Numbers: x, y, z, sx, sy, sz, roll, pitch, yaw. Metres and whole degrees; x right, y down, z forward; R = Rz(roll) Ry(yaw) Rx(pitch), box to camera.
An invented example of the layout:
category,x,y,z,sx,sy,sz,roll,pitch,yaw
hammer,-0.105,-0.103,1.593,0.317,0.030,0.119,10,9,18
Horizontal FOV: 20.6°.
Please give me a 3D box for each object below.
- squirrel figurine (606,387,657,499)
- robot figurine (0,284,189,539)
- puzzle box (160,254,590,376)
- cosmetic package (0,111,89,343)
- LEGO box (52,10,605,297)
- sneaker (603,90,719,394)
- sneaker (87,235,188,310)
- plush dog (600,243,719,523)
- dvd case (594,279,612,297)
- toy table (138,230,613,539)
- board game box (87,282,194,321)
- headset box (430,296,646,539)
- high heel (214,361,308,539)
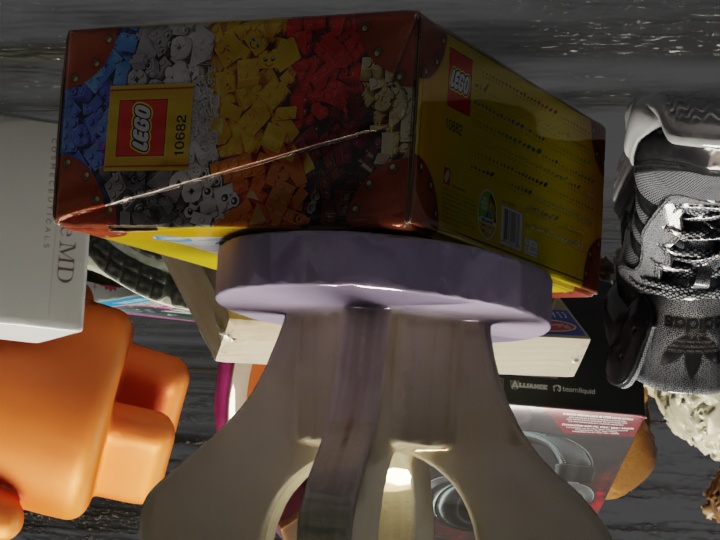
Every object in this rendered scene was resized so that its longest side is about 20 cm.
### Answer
category,x,y,z,sx,sy,sz,roll,pitch,yaw
squirrel figurine,0.094,0.084,1.278,0.186,0.142,0.200,33,-175,42
robot figurine,-0.193,0.062,1.034,0.199,0.145,0.117,15,175,-4
puzzle box,0.000,0.000,0.968,0.199,0.026,0.133,4,-146,-30
cosmetic package,-0.229,-0.027,0.913,0.199,0.102,0.071,6,172,-26
LEGO box,-0.004,-0.039,0.790,0.148,0.078,0.200,1,172,26
sneaker,0.143,-0.007,0.823,0.075,0.115,0.200,3,173,3
sneaker,-0.129,-0.021,1.043,0.199,0.077,0.089,11,174,3
plush dog,0.217,0.046,1.190,0.199,0.162,0.172,7,-161,-14
dvd case,0.035,0.051,1.132,0.149,0.025,0.200,13,144,-15
toy table,0.009,0.056,0.762,0.183,0.118,0.200,0,171,23
board game box,-0.060,-0.002,1.181,0.199,0.065,0.147,9,170,-35
headset box,0.066,0.081,1.086,0.148,0.078,0.200,5,147,-5
high heel,-0.066,0.072,1.089,0.067,0.096,0.201,-28,142,-21
